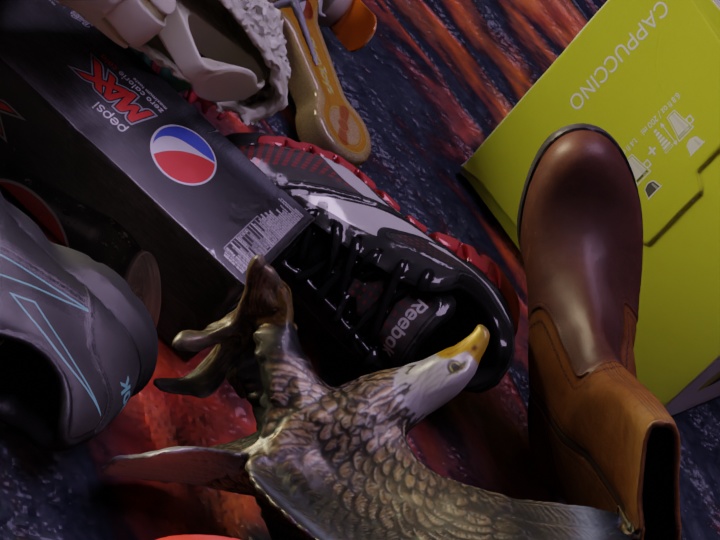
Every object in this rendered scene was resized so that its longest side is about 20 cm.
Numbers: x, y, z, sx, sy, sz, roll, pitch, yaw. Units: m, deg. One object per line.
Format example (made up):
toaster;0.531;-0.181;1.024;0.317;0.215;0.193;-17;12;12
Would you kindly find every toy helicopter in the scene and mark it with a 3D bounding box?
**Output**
toy helicopter;-0.037;-0.144;1.073;0.132;0.079;0.202;6;57;-54

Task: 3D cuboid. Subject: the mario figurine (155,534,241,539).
mario figurine;-0.031;0.186;0.704;0.200;0.106;0.123;48;-5;-9

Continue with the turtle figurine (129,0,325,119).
turtle figurine;-0.115;-0.156;0.962;0.149;0.101;0.200;17;27;-49

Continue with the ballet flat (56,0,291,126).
ballet flat;-0.087;-0.121;0.821;0.200;0.072;0.072;30;29;-55

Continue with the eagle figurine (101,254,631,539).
eagle figurine;0.010;0.087;0.762;0.201;0.151;0.151;52;35;13

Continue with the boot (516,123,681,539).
boot;0.111;0.042;0.866;0.068;0.190;0.200;7;16;-4

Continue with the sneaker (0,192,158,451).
sneaker;-0.172;-0.004;0.752;0.199;0.075;0.079;37;36;-7

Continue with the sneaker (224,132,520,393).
sneaker;0.000;0.000;0.913;0.199;0.071;0.098;31;16;-17

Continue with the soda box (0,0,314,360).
soda box;-0.123;-0.057;0.861;0.200;0.071;0.063;43;44;2

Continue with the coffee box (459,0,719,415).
coffee box;0.222;-0.060;1.106;0.197;0.200;0.201;-11;60;-50
